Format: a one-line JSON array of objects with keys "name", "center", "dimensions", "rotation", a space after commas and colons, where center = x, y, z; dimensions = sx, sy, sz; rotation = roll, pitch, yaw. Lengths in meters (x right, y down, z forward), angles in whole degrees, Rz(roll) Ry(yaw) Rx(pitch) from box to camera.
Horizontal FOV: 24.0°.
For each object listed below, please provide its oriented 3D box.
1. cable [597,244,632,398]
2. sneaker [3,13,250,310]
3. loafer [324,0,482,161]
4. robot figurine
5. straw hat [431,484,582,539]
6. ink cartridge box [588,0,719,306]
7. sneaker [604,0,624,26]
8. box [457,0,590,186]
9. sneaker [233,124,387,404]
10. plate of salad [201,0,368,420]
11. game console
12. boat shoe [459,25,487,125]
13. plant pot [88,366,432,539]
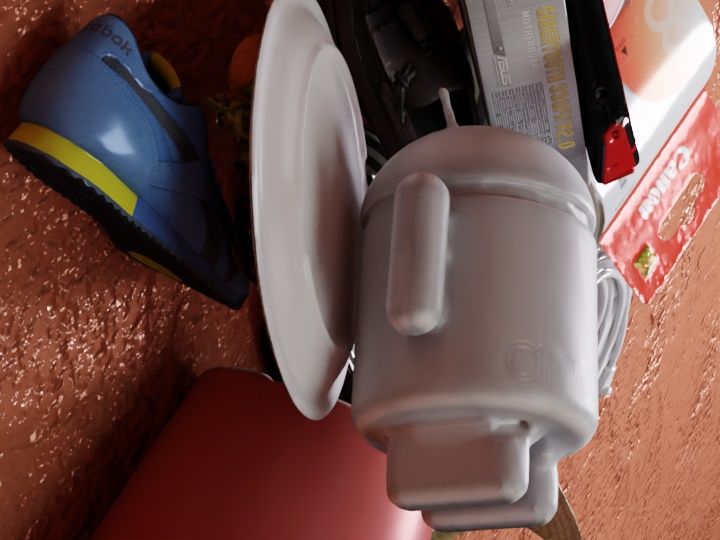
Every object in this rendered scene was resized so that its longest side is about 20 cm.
[{"name": "cable", "center": [0.136, 0.043, 1.255], "dimensions": [0.200, 0.069, 0.201], "rotation": [-16, 126, -56]}, {"name": "sneaker", "center": [-0.085, -0.044, 0.763], "dimensions": [0.079, 0.066, 0.200], "rotation": [-62, 154, -13]}, {"name": "loafer", "center": [0.040, -0.081, 0.877], "dimensions": [0.072, 0.063, 0.201], "rotation": [-27, 109, -34]}, {"name": "robot figurine", "center": [0.054, 0.018, 0.790], "dimensions": [0.170, 0.113, 0.201], "rotation": [45, 43, -60]}, {"name": "straw hat", "center": [0.053, 0.131, 1.088], "dimensions": [0.085, 0.201, 0.201], "rotation": [-33, 147, -9]}, {"name": "ink cartridge box", "center": [0.204, -0.096, 1.179], "dimensions": [0.200, 0.050, 0.162], "rotation": [49, 65, -27]}, {"name": "sneaker", "center": [0.138, -0.217, 1.013], "dimensions": [0.105, 0.075, 0.201], "rotation": [-32, 144, -56]}, {"name": "box", "center": [0.071, -0.157, 0.866], "dimensions": [0.200, 0.048, 0.159], "rotation": [71, 8, -53]}, {"name": "sneaker", "center": [0.000, 0.000, 0.949], "dimensions": [0.115, 0.076, 0.201], "rotation": [-46, 147, -30]}, {"name": "plate of salad", "center": [-0.032, -0.031, 0.782], "dimensions": [0.200, 0.048, 0.201], "rotation": [-3, 90, -79]}, {"name": "game console", "center": [0.111, -0.151, 0.891], "dimensions": [0.177, 0.031, 0.201], "rotation": [20, 57, -77]}, {"name": "boat shoe", "center": [0.070, -0.046, 0.972], "dimensions": [0.075, 0.073, 0.201], "rotation": [110, -7, -74]}, {"name": "plant pot", "center": [-0.052, 0.159, 0.882], "dimensions": [0.178, 0.200, 0.201], "rotation": [-66, 156, -17]}]
